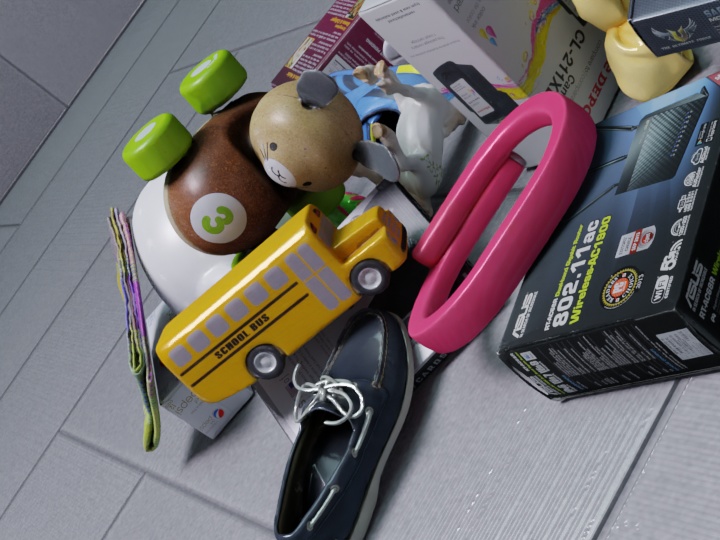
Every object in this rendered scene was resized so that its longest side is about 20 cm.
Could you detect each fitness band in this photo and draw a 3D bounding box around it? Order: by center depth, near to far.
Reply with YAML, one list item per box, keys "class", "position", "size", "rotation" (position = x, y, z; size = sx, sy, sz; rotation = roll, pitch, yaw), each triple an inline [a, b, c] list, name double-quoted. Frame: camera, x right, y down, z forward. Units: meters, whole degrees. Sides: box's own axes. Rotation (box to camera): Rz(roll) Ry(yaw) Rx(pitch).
- class: "fitness band"
  position: [0.094, -0.033, 0.908]
  size: [0.200, 0.037, 0.144]
  rotation: [-58, 17, 3]

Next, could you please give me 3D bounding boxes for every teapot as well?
- class: "teapot"
  position: [-0.109, -0.042, 1.240]
  size: [0.146, 0.197, 0.200]
  rotation: [-32, 74, 27]

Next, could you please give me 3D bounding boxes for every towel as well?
- class: "towel"
  position: [-0.213, 0.055, 1.224]
  size: [0.144, 0.023, 0.200]
  rotation: [96, 162, -55]

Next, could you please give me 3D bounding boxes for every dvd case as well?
- class: "dvd case"
  position: [-0.002, 0.043, 1.026]
  size: [0.200, 0.025, 0.150]
  rotation: [-47, 55, 12]

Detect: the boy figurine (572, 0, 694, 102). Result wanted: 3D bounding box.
- class: "boy figurine"
  position: [0.195, -0.227, 0.984]
  size: [0.064, 0.124, 0.200]
  rotation: [-26, 70, 39]

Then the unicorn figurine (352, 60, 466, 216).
- class: "unicorn figurine"
  position: [0.056, -0.135, 1.164]
  size: [0.074, 0.137, 0.200]
  rotation: [8, 77, 52]

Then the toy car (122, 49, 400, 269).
- class: "toy car"
  position: [-0.058, -0.091, 1.027]
  size: [0.200, 0.164, 0.158]
  rotation: [-11, 38, 52]

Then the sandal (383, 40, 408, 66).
- class: "sandal"
  position: [0.108, -0.281, 1.309]
  size: [0.207, 0.079, 0.059]
  rotation: [-38, 46, 10]

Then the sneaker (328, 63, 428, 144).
- class: "sneaker"
  position: [0.001, -0.158, 1.312]
  size: [0.200, 0.066, 0.078]
  rotation: [0, 49, 47]

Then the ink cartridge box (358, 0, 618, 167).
- class: "ink cartridge box"
  position: [0.119, -0.200, 1.024]
  size: [0.083, 0.200, 0.146]
  rotation: [-8, 49, 54]

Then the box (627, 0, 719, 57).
- class: "box"
  position: [0.288, -0.241, 0.877]
  size: [0.200, 0.051, 0.158]
  rotation: [-9, 58, 40]

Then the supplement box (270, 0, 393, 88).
- class: "supplement box"
  position: [0.002, -0.254, 1.455]
  size: [0.200, 0.086, 0.110]
  rotation: [-51, 24, 0]

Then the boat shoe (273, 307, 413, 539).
- class: "boat shoe"
  position: [-0.017, 0.113, 0.949]
  size: [0.075, 0.062, 0.200]
  rotation: [1, 65, 42]

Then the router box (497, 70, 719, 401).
- class: "router box"
  position: [0.183, -0.023, 0.822]
  size: [0.150, 0.062, 0.200]
  rotation: [-22, 37, 51]

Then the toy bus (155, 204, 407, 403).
- class: "toy bus"
  position: [-0.058, 0.018, 0.994]
  size: [0.200, 0.078, 0.065]
  rotation: [-39, 14, 16]

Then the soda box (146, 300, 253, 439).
- class: "soda box"
  position: [-0.164, 0.084, 1.295]
  size: [0.064, 0.068, 0.200]
  rotation: [-49, 24, 9]

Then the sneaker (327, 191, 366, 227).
- class: "sneaker"
  position: [0.000, 0.000, 1.137]
  size: [0.200, 0.077, 0.084]
  rotation: [-118, 33, -58]
